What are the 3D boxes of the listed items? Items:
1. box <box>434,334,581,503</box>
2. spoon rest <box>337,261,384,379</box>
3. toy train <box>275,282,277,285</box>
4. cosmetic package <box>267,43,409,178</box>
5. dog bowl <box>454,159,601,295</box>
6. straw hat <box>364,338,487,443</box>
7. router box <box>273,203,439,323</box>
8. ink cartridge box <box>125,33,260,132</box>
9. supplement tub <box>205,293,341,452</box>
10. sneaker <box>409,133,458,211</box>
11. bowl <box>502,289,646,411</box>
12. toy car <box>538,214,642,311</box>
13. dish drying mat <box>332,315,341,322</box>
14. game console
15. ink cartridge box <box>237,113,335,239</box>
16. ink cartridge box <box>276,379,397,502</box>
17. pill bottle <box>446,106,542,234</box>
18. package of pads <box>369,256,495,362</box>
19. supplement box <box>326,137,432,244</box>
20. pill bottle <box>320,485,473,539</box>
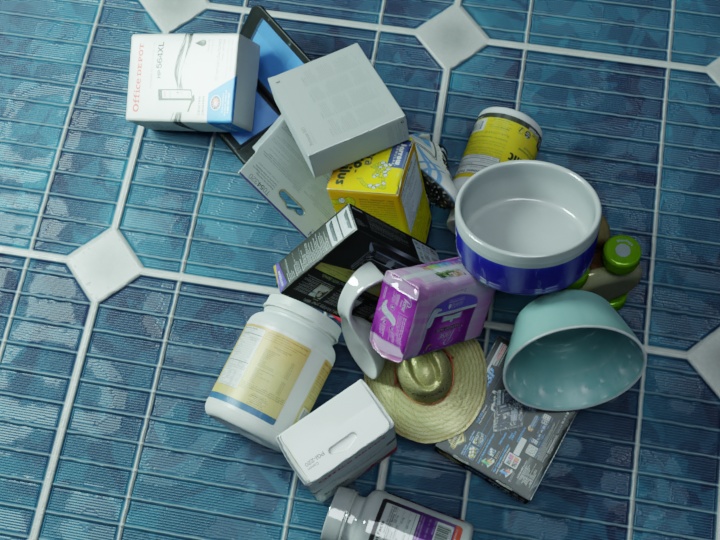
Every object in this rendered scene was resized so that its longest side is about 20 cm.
[{"bbox_3d":[0.227,0.220,1.454,0.159,0.046,0.200,28,75,11],"label":"box"},{"bbox_3d":[-0.001,0.078,1.398,0.060,0.200,0.099,-23,48,-22],"label":"spoon rest"},{"bbox_3d":[-0.052,-0.006,1.497,0.200,0.046,0.034,-20,56,35],"label":"toy train"},{"bbox_3d":[-0.035,-0.239,1.432,0.150,0.052,0.200,-21,49,-7],"label":"cosmetic package"},{"bbox_3d":[0.232,-0.063,1.362,0.199,0.079,0.200,-3,46,3],"label":"dog bowl"},{"bbox_3d":[0.093,0.145,1.429,0.200,0.085,0.202,-4,67,11],"label":"straw hat"},{"bbox_3d":[0.000,0.000,1.409,0.157,0.200,0.052,-38,49,25],"label":"router box"},{"bbox_3d":[-0.274,-0.305,1.584,0.199,0.084,0.147,4,89,20],"label":"ink cartridge box"},{"bbox_3d":[-0.125,0.151,1.440,0.144,0.145,0.200,24,74,10],"label":"supplement tub"},{"bbox_3d":[0.115,-0.163,1.533,0.072,0.072,0.200,-28,39,-2],"label":"sneaker"},{"bbox_3d":[0.295,0.101,1.383,0.200,0.201,0.105,-4,49,1],"label":"bowl"},{"bbox_3d":[0.321,-0.042,1.484,0.157,0.164,0.200,-17,62,-3],"label":"toy car"},{"bbox_3d":[0.024,0.077,1.524,0.200,0.018,0.077,38,78,13],"label":"dish drying mat"},{"bbox_3d":[-0.177,-0.303,1.602,0.171,0.118,0.200,-37,73,-16],"label":"game console"},{"bbox_3d":[-0.070,-0.161,1.543,0.196,0.043,0.200,45,76,-21],"label":"ink cartridge box"},{"bbox_3d":[-0.029,0.245,1.375,0.145,0.200,0.085,-34,73,-9],"label":"ink cartridge box"},{"bbox_3d":[0.207,-0.148,1.542,0.111,0.111,0.200,20,74,9],"label":"pill bottle"},{"bbox_3d":[0.107,0.051,1.378,0.076,0.200,0.121,30,117,35],"label":"package of pads"},{"bbox_3d":[0.034,-0.097,1.466,0.109,0.200,0.109,5,56,17],"label":"supplement box"},{"bbox_3d":[0.050,0.378,1.376,0.199,0.111,0.112,19,74,9],"label":"pill bottle"}]
